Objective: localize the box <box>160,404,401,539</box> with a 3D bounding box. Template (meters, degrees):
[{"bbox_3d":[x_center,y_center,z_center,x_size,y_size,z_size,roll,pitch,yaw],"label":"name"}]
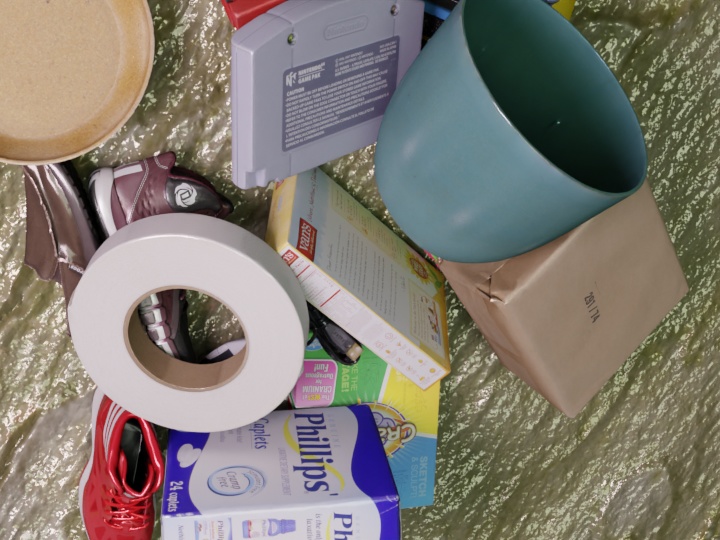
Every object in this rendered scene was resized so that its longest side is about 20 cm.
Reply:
[{"bbox_3d":[-0.073,0.208,0.958,0.196,0.184,0.107,-3,108,-7],"label":"box"}]

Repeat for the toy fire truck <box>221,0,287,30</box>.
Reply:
[{"bbox_3d":[-0.093,-0.222,0.890,0.048,0.141,0.202,-23,75,-7],"label":"toy fire truck"}]

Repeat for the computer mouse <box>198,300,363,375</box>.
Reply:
[{"bbox_3d":[-0.094,0.080,0.992,0.198,0.044,0.109,-30,132,31],"label":"computer mouse"}]

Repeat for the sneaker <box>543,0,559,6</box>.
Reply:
[{"bbox_3d":[0.139,-0.255,0.909,0.196,0.075,0.080,-10,111,-13],"label":"sneaker"}]

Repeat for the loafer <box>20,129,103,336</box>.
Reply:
[{"bbox_3d":[-0.258,-0.022,0.924,0.070,0.073,0.203,-21,112,-8],"label":"loafer"}]

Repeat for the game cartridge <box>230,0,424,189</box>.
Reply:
[{"bbox_3d":[-0.025,-0.156,0.865,0.199,0.041,0.135,-27,135,-41],"label":"game cartridge"}]

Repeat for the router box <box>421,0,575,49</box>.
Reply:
[{"bbox_3d":[0.096,-0.261,0.960,0.197,0.051,0.152,13,102,-20],"label":"router box"}]

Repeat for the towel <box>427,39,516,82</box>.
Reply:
[{"bbox_3d":[0.125,-0.135,0.993,0.197,0.024,0.148,12,134,-20],"label":"towel"}]

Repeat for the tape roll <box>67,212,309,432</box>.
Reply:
[{"bbox_3d":[-0.142,0.047,0.900,0.199,0.037,0.206,2,123,3],"label":"tape roll"}]

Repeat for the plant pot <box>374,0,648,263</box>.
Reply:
[{"bbox_3d":[0.106,-0.101,0.873,0.199,0.203,0.161,29,133,-23],"label":"plant pot"}]

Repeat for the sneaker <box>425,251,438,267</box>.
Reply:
[{"bbox_3d":[0.082,-0.059,1.017,0.084,0.077,0.200,-45,127,-4],"label":"sneaker"}]

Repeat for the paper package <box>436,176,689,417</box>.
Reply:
[{"bbox_3d":[0.194,0.003,1.009,0.191,0.103,0.201,-44,133,-8],"label":"paper package"}]

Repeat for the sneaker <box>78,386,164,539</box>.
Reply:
[{"bbox_3d":[-0.221,0.207,0.990,0.077,0.116,0.204,-4,108,-14],"label":"sneaker"}]

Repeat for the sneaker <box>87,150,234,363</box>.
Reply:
[{"bbox_3d":[-0.156,-0.011,0.960,0.114,0.076,0.203,-23,113,-11],"label":"sneaker"}]

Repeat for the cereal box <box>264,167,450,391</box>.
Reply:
[{"bbox_3d":[0.000,0.000,0.972,0.199,0.145,0.039,39,119,-23],"label":"cereal box"}]

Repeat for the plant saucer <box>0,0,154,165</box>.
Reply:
[{"bbox_3d":[-0.265,-0.183,0.863,0.197,0.035,0.204,1,88,-16],"label":"plant saucer"}]

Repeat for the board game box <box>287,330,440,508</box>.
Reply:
[{"bbox_3d":[0.003,0.144,1.077,0.150,0.040,0.204,-4,109,-15],"label":"board game box"}]
